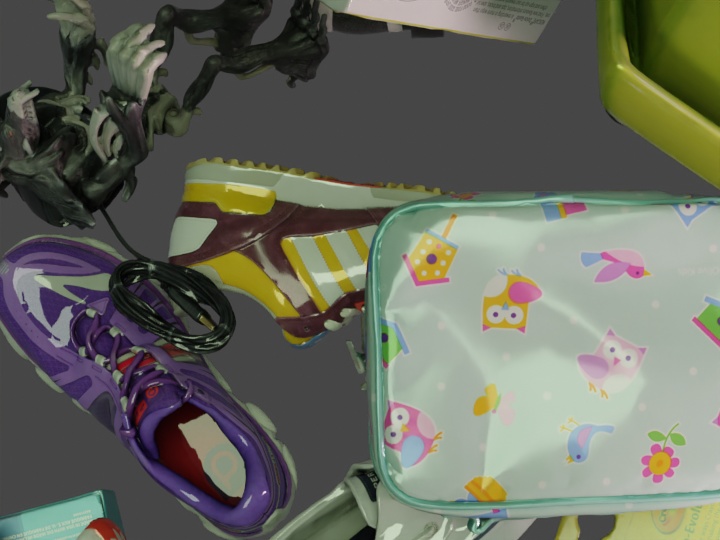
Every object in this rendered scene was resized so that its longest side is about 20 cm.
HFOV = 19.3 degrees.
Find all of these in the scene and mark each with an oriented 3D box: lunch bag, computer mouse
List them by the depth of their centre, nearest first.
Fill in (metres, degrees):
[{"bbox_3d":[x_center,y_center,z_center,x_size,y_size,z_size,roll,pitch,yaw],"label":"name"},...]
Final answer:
[{"bbox_3d":[0.093,0.042,1.009,0.199,0.077,0.161,-1,93,-3],"label":"lunch bag"},{"bbox_3d":[-0.130,-0.024,1.089,0.058,0.034,0.200,-28,59,-23],"label":"computer mouse"}]

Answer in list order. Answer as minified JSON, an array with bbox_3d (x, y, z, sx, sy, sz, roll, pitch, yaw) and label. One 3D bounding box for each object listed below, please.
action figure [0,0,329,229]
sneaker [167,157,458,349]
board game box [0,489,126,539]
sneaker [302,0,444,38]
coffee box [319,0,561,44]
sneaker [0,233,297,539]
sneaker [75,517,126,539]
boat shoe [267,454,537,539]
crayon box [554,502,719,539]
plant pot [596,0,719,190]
[{"bbox_3d":[-0.121,-0.097,1.059,0.200,0.102,0.119,-30,46,-23],"label":"action figure"},{"bbox_3d":[0.000,0.000,1.087,0.199,0.075,0.090,9,87,13],"label":"sneaker"},{"bbox_3d":[-0.177,0.228,1.081,0.150,0.047,0.201,-14,83,1],"label":"board game box"},{"bbox_3d":[0.033,-0.220,1.111,0.111,0.073,0.201,6,92,1],"label":"sneaker"},{"bbox_3d":[0.013,-0.238,0.947,0.200,0.200,0.198,38,109,22],"label":"coffee box"},{"bbox_3d":[-0.109,0.054,1.079,0.200,0.083,0.081,41,87,8],"label":"sneaker"},{"bbox_3d":[-0.112,0.171,1.025,0.199,0.070,0.094,10,90,7],"label":"sneaker"},{"bbox_3d":[0.018,0.124,1.058,0.200,0.074,0.065,-40,124,-2],"label":"boat shoe"},{"bbox_3d":[0.196,0.152,1.064,0.199,0.051,0.127,20,85,5],"label":"crayon box"},{"bbox_3d":[0.218,-0.134,0.974,0.200,0.199,0.182,31,123,-17],"label":"plant pot"}]
